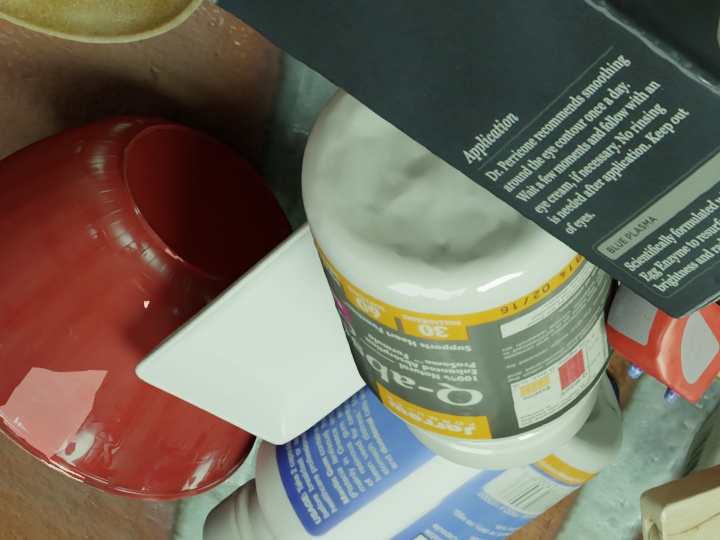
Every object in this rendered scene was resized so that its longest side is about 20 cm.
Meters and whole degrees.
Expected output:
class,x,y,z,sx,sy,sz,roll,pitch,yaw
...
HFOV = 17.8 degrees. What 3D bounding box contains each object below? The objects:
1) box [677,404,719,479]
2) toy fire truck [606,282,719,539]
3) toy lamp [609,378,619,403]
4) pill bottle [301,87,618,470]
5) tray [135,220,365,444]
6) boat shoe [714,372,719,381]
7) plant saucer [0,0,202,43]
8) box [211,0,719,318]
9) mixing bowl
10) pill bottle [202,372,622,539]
class,x,y,z,sx,sy,sz,roll,pitch,yaw
box,0.251,0.140,1.128,0.200,0.082,0.068,29,146,1
toy fire truck,0.160,0.081,0.933,0.200,0.141,0.049,35,180,-29
toy lamp,0.033,0.064,1.204,0.200,0.058,0.058,13,144,24
pill bottle,0.046,0.002,0.932,0.116,0.117,0.200,17,157,17
tray,0.000,0.000,1.031,0.200,0.022,0.107,-39,139,20
boat shoe,0.138,-0.003,1.037,0.200,0.071,0.070,18,120,28
plant saucer,-0.147,-0.185,1.015,0.200,0.035,0.200,19,146,13
box,0.090,-0.128,0.775,0.200,0.197,0.117,34,147,-9
mixing bowl,-0.103,0.000,1.117,0.200,0.200,0.108,36,126,-13
pill bottle,0.020,0.097,1.123,0.200,0.112,0.112,-37,113,24
